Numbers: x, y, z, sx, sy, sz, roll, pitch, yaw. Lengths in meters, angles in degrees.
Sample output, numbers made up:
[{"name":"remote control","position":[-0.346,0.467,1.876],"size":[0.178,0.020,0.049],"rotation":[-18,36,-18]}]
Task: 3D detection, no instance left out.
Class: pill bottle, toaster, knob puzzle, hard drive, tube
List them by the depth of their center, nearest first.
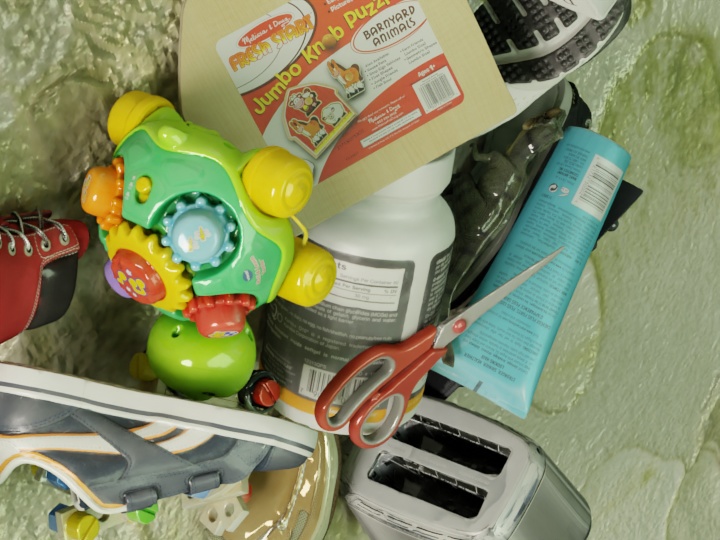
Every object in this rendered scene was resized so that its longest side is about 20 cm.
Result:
[{"name":"knob puzzle","position":[-0.025,-0.143,1.286],"size":[0.220,0.030,0.220],"rotation":[-3,102,-13]},{"name":"pill bottle","position":[0.000,0.000,1.397],"size":[0.116,0.116,0.200],"rotation":[-15,126,-42]},{"name":"tube","position":[0.125,-0.003,1.464],"size":[0.200,0.077,0.050],"rotation":[-63,-179,-8]},{"name":"toaster","position":[0.079,0.170,1.535],"size":[0.114,0.200,0.129],"rotation":[-59,145,-16]},{"name":"hard drive","position":[0.119,0.013,1.552],"size":[0.200,0.042,0.135],"rotation":[-46,177,-14]}]

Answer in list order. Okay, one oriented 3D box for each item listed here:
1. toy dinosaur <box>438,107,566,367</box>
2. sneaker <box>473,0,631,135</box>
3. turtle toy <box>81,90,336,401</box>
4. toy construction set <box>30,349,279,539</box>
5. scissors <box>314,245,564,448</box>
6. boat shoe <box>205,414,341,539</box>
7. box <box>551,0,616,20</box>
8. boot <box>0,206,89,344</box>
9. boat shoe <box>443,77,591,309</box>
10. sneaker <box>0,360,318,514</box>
[{"name":"toy dinosaur","position":[0.071,-0.037,1.462],"size":[0.047,0.088,0.200],"rotation":[33,80,-47]},{"name":"sneaker","position":[0.101,-0.144,1.401],"size":[0.200,0.074,0.080],"rotation":[-29,171,34]},{"name":"turtle toy","position":[-0.098,-0.007,1.251],"size":[0.101,0.146,0.200],"rotation":[-45,142,-29]},{"name":"toy construction set","position":[-0.120,0.119,1.364],"size":[0.200,0.092,0.131],"rotation":[17,85,-58]},{"name":"scissors","position":[0.052,0.039,1.369],"size":[0.200,0.014,0.073],"rotation":[-45,132,-3]},{"name":"boat shoe","position":[-0.072,0.185,1.489],"size":[0.076,0.072,0.200],"rotation":[0,116,-35]},{"name":"box","position":[0.107,-0.289,1.248],"size":[0.200,0.199,0.131],"rotation":[-54,141,-6]},{"name":"boot","position":[-0.218,-0.029,1.174],"size":[0.144,0.072,0.200],"rotation":[-31,143,-32]},{"name":"boat shoe","position":[0.106,-0.049,1.517],"size":[0.200,0.076,0.060],"rotation":[-56,137,-2]},{"name":"sneaker","position":[-0.128,0.109,1.249],"size":[0.200,0.078,0.079],"rotation":[11,85,-12]}]
